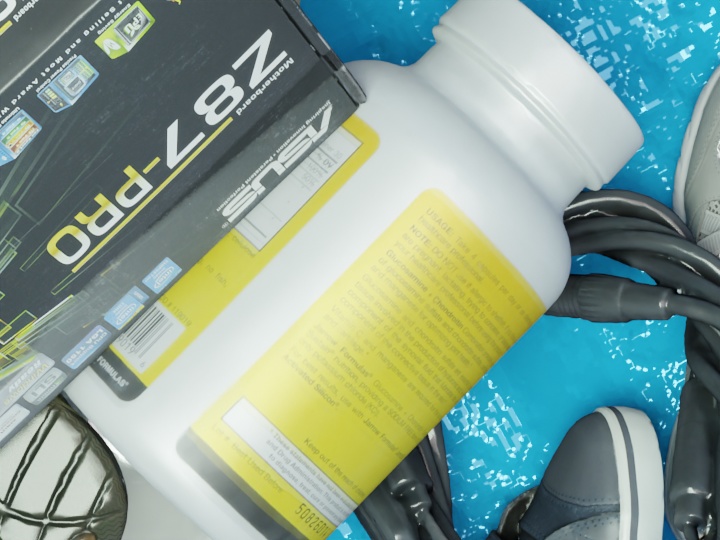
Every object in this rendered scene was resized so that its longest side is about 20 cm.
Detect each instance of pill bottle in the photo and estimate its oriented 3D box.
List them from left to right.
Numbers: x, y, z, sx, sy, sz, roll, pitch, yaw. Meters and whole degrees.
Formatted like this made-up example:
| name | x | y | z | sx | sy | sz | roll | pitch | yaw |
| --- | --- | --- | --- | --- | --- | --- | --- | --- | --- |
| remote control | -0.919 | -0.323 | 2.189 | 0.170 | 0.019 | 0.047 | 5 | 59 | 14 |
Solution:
| name | x | y | z | sx | sy | sz | roll | pitch | yaw |
| --- | --- | --- | --- | --- | --- | --- | --- | --- | --- |
| pill bottle | 0.000 | 0.000 | 0.914 | 0.112 | 0.112 | 0.200 | 45 | 87 | -7 |

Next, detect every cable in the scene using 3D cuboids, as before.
| name | x | y | z | sx | sy | sz | roll | pitch | yaw |
| --- | --- | --- | --- | --- | --- | --- | --- | --- | --- |
| cable | 0.079 | 0.065 | 0.942 | 0.163 | 0.051 | 0.200 | -38 | 54 | 4 |

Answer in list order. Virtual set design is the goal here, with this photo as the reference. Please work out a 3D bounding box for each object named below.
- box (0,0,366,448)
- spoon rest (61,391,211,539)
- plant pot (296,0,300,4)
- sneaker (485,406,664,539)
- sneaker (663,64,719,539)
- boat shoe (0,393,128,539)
| name | x | y | z | sx | sy | sz | roll | pitch | yaw |
| --- | --- | --- | --- | --- | --- | --- | --- | --- | --- |
| box | -0.104 | -0.026 | 0.810 | 0.200 | 0.161 | 0.049 | -43 | 67 | -1 |
| spoon rest | -0.097 | 0.102 | 0.977 | 0.099 | 0.061 | 0.200 | 18 | 94 | -7 |
| plant pot | -0.134 | -0.125 | 0.862 | 0.200 | 0.183 | 0.200 | -2 | 80 | 10 |
| sneaker | 0.057 | 0.145 | 0.986 | 0.079 | 0.078 | 0.200 | 10 | 95 | -12 |
| sneaker | 0.157 | 0.015 | 0.983 | 0.075 | 0.082 | 0.200 | 1 | 95 | -6 |
| boat shoe | -0.160 | 0.031 | 0.926 | 0.076 | 0.074 | 0.200 | -41 | 90 | -1 |
